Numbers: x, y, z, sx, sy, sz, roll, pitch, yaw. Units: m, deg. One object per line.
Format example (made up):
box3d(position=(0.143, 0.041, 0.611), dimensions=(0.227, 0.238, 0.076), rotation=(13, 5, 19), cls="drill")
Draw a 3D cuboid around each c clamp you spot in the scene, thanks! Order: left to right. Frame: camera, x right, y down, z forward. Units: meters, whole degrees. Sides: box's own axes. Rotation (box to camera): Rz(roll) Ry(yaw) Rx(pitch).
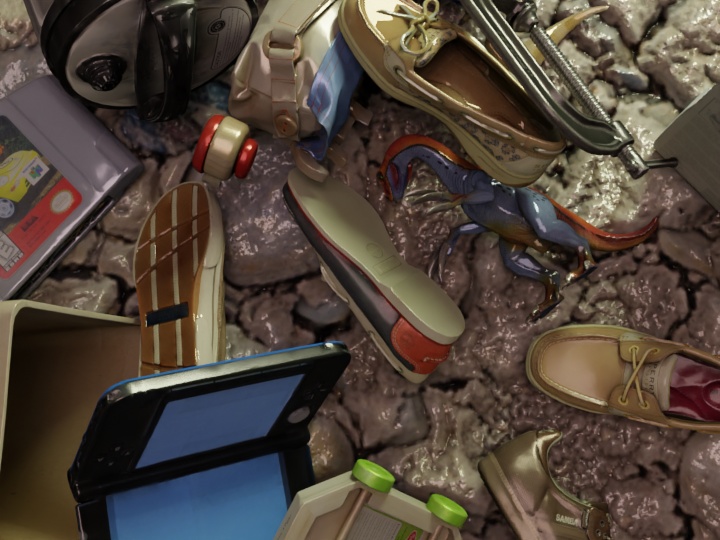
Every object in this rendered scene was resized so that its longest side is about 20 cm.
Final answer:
box3d(position=(0.147, -0.145, 0.736), dimensions=(0.027, 0.170, 0.201), rotation=(-42, 76, 32), cls="c clamp")

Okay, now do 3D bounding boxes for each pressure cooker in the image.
box3d(position=(-0.174, -0.219, 0.756), dimensions=(0.177, 0.175, 0.202), rotation=(-31, 72, 20), cls="pressure cooker")

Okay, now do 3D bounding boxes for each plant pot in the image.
box3d(position=(-0.284, 0.127, 0.730), dimensions=(0.174, 0.200, 0.203), rotation=(3, 84, 15), cls="plant pot")

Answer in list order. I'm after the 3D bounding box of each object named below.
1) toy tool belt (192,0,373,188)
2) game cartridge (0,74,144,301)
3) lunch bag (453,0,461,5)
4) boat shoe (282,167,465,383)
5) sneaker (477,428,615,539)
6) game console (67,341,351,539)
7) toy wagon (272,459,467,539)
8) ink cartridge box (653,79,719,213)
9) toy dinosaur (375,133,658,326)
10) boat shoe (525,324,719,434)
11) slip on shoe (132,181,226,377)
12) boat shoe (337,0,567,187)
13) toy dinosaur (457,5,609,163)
box3d(position=(-0.036, -0.139, 0.768), dimensions=(0.122, 0.125, 0.202), rotation=(24, 66, -1), cls="toy tool belt")
box3d(position=(-0.295, -0.061, 0.823), dimensions=(0.133, 0.041, 0.200), rotation=(42, 87, 11), cls="game cartridge")
box3d(position=(0.060, -0.314, 0.787), dimensions=(0.197, 0.124, 0.173), rotation=(8, 82, 11), cls="lunch bag")
box3d(position=(0.000, 0.000, 0.783), dimensions=(0.200, 0.071, 0.063), rotation=(48, 131, 18), cls="boat shoe")
box3d(position=(0.169, 0.217, 0.745), dimensions=(0.075, 0.070, 0.201), rotation=(-31, 83, -2), cls="sneaker")
box3d(position=(-0.094, 0.157, 0.701), dimensions=(0.198, 0.171, 0.119), rotation=(-8, 55, -37), cls="game console")
box3d(position=(0.023, 0.241, 0.747), dimensions=(0.198, 0.040, 0.157), rotation=(28, 91, -19), cls="toy wagon")
box3d(position=(0.302, -0.071, 0.704), dimensions=(0.047, 0.200, 0.160), rotation=(-42, 83, -2), cls="ink cartridge box")
box3d(position=(0.106, -0.047, 0.796), dimensions=(0.199, 0.105, 0.182), rotation=(-25, 70, -34), cls="toy dinosaur")
box3d(position=(0.229, 0.083, 0.758), dimensions=(0.197, 0.066, 0.075), rotation=(8, 84, 4), cls="boat shoe")
box3d(position=(-0.138, 0.027, 0.793), dimensions=(0.075, 0.061, 0.203), rotation=(-12, 64, 14), cls="slip on shoe")
box3d(position=(0.070, -0.148, 0.723), dimensions=(0.199, 0.063, 0.074), rotation=(39, 67, 0), cls="boat shoe")
box3d(position=(0.115, -0.164, 0.806), dimensions=(0.101, 0.058, 0.201), rotation=(38, 67, 1), cls="toy dinosaur")
